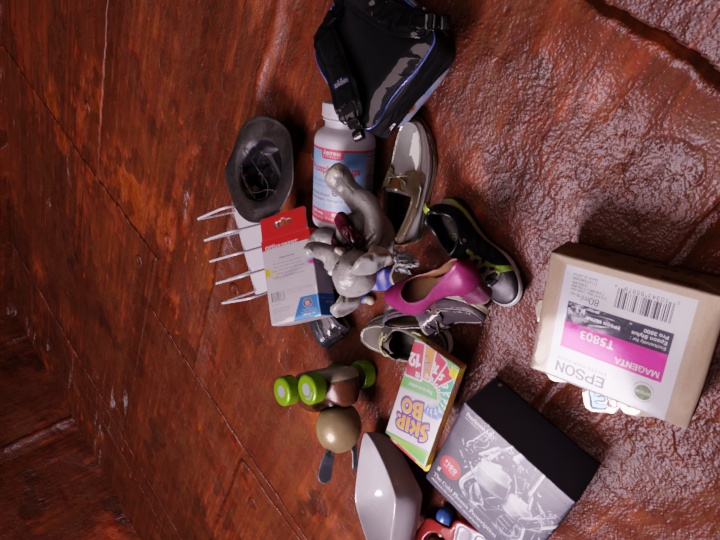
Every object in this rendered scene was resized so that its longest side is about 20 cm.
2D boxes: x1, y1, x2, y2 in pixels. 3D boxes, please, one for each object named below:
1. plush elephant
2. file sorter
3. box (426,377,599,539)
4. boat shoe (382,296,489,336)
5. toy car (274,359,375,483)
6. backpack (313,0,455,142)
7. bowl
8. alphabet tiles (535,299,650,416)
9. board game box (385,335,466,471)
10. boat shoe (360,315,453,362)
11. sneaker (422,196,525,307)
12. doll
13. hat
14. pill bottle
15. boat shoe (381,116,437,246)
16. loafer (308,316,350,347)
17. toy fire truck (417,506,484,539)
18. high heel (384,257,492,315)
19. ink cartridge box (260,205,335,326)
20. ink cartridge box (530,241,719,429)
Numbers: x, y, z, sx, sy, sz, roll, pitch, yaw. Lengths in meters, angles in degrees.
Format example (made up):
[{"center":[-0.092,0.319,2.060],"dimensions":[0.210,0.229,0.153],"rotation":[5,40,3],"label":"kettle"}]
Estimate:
[{"center":[-0.016,-0.025,0.817],"dimensions":[0.197,0.155,0.167],"rotation":[35,127,5],"label":"plush elephant"},{"center":[-0.254,-0.039,1.177],"dimensions":[0.136,0.123,0.207],"rotation":[-10,98,45],"label":"file sorter"},{"center":[0.228,0.313,0.842],"dimensions":[0.199,0.103,0.186],"rotation":[38,126,28],"label":"box"},{"center":[0.116,0.074,0.877],"dimensions":[0.196,0.072,0.066],"rotation":[3,63,42],"label":"boat shoe"},{"center":[-0.055,0.290,1.040],"dimensions":[0.155,0.161,0.207],"rotation":[-16,82,45],"label":"toy car"},{"center":[0.029,-0.317,0.785],"dimensions":[0.200,0.153,0.192],"rotation":[-44,73,22],"label":"backpack"},{"center":[0.054,0.432,1.030],"dimensions":[0.200,0.072,0.206],"rotation":[-128,40,-62],"label":"bowl"},{"center":[0.336,0.094,0.726],"dimensions":[0.192,0.014,0.207],"rotation":[-7,99,42],"label":"alphabet tiles"},{"center":[0.101,0.220,0.880],"dimensions":[0.095,0.029,0.206],"rotation":[31,116,40],"label":"board game box"},{"center":[0.068,0.124,0.963],"dimensions":[0.198,0.059,0.075],"rotation":[1,105,44],"label":"boat shoe"},{"center":[0.160,-0.022,0.810],"dimensions":[0.202,0.082,0.072],"rotation":[53,133,17],"label":"sneaker"},{"center":[0.000,0.000,0.996],"dimensions":[0.197,0.048,0.140],"rotation":[-15,101,52],"label":"doll"},{"center":[-0.178,-0.196,1.074],"dimensions":[0.196,0.080,0.208],"rotation":[3,95,35],"label":"hat"},{"center":[-0.028,-0.178,0.921],"dimensions":[0.107,0.107,0.207],"rotation":[20,117,37],"label":"pill bottle"},{"center":[0.074,-0.137,0.864],"dimensions":[0.073,0.067,0.207],"rotation":[15,113,39],"label":"boat shoe"},{"center":[-0.083,0.049,1.087],"dimensions":[0.071,0.072,0.204],"rotation":[-30,87,30],"label":"loafer"},{"center":[0.173,0.533,0.982],"dimensions":[0.196,0.111,0.174],"rotation":[14,89,40],"label":"toy fire truck"},{"center":[0.095,0.014,0.811],"dimensions":[0.196,0.069,0.096],"rotation":[-11,141,41],"label":"high heel"},{"center":[-0.120,-0.006,1.028],"dimensions":[0.113,0.067,0.207],"rotation":[-12,81,25],"label":"ink cartridge box"},{"center":[0.325,0.072,0.669],"dimensions":[0.196,0.074,0.170],"rotation":[18,114,36],"label":"ink cartridge box"}]
